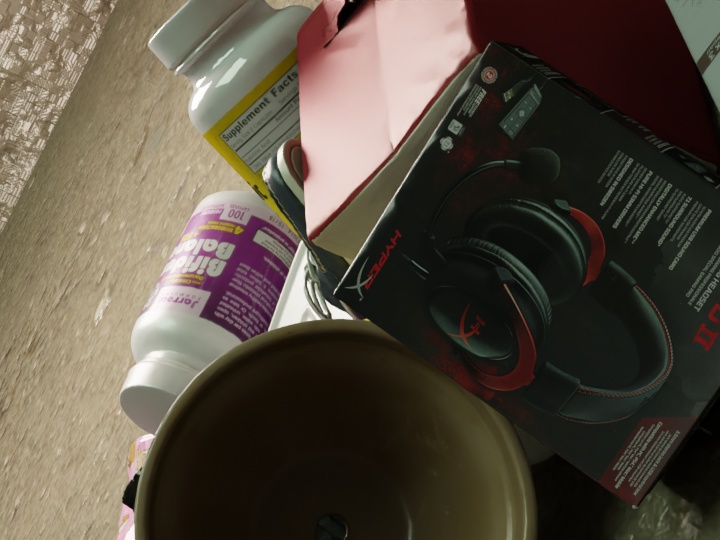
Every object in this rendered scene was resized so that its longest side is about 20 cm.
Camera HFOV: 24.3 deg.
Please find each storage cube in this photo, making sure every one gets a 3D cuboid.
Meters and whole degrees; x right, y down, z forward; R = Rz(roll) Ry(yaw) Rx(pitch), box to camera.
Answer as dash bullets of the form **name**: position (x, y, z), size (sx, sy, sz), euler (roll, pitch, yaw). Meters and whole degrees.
- **storage cube**: position (0.081, -0.101, 0.980), size (0.171, 0.200, 0.180), euler (-47, 33, 37)

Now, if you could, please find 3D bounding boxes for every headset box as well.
- **headset box**: position (0.113, 0.005, 0.804), size (0.149, 0.200, 0.075), euler (-57, -12, 14)

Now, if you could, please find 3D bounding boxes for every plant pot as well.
- **plant pot**: position (-0.013, 0.131, 0.865), size (0.093, 0.201, 0.201), euler (96, -165, -77)

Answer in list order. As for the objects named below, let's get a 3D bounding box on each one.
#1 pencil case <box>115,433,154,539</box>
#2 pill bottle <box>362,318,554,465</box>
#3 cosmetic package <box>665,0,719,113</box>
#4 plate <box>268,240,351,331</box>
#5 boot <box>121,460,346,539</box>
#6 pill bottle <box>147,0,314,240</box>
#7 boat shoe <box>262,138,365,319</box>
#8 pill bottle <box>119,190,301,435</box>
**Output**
- **pencil case**: position (-0.167, 0.232, 1.338), size (0.087, 0.083, 0.200), euler (114, 169, -55)
- **pill bottle**: position (0.052, 0.066, 0.943), size (0.200, 0.104, 0.104), euler (-18, 47, 41)
- **cosmetic package**: position (0.223, -0.115, 0.820), size (0.102, 0.074, 0.200), euler (-54, 21, 26)
- **plate**: position (-0.026, 0.058, 1.194), size (0.200, 0.032, 0.200), euler (-69, 26, 17)
- **boot**: position (-0.066, 0.157, 1.093), size (0.079, 0.158, 0.211), euler (-50, 2, -27)
- **pill bottle**: position (-0.042, -0.104, 1.103), size (0.111, 0.200, 0.111), euler (-42, 7, 7)
- **boat shoe**: position (0.000, 0.000, 1.034), size (0.062, 0.200, 0.075), euler (-25, 38, 29)
- **pill bottle**: position (-0.121, 0.040, 1.372), size (0.112, 0.112, 0.200), euler (-36, 25, 51)
